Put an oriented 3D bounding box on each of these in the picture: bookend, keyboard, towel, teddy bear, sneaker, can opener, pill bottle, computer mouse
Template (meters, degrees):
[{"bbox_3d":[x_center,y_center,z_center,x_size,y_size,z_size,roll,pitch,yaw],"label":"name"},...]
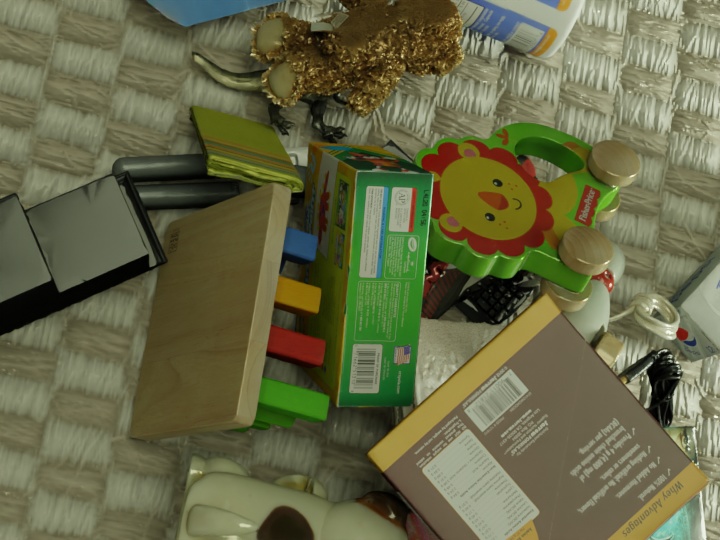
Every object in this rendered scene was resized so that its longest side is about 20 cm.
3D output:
[{"bbox_3d":[-0.267,-0.022,1.385,0.197,0.200,0.093,-24,85,-9],"label":"bookend"},{"bbox_3d":[0.093,-0.049,1.610,0.200,0.021,0.127,44,70,-4],"label":"keyboard"},{"bbox_3d":[-0.104,-0.107,1.482,0.085,0.200,0.018,15,105,-15],"label":"towel"},{"bbox_3d":[-0.004,-0.205,1.559,0.199,0.067,0.145,-27,56,-18],"label":"teddy bear"},{"bbox_3d":[0.116,-0.011,1.563,0.098,0.071,0.201,42,75,-1],"label":"sneaker"},{"bbox_3d":[-0.126,-0.087,1.533,0.198,0.066,0.053,-4,80,-12],"label":"can opener"},{"bbox_3d":[0.113,-0.292,1.621,0.199,0.112,0.113,21,73,-11],"label":"pill bottle"},{"bbox_3d":[0.225,0.156,1.540,0.199,0.141,0.046,-29,55,-20],"label":"computer mouse"},{"bbox_3d":[0.108,0.112,1.538,0.199,0.034,0.134,4,76,-38],"label":"towel"}]

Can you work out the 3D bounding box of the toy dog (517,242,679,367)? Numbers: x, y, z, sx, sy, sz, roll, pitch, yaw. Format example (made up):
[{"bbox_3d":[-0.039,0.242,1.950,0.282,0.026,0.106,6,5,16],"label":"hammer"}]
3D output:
[{"bbox_3d":[0.197,0.050,1.564,0.132,0.096,0.199,51,33,16],"label":"toy dog"}]

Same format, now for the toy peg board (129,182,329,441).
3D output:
[{"bbox_3d":[-0.098,0.050,1.449,0.097,0.199,0.201,18,72,-30],"label":"toy peg board"}]

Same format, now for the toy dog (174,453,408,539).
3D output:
[{"bbox_3d":[-0.056,0.225,1.420,0.198,0.194,0.141,12,63,-7],"label":"toy dog"}]

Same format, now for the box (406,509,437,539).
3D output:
[{"bbox_3d":[0.122,0.289,1.503,0.102,0.095,0.201,-21,85,-19],"label":"box"}]

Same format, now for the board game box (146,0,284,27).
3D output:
[{"bbox_3d":[-0.140,-0.308,1.590,0.199,0.039,0.159,-19,79,-25],"label":"board game box"}]

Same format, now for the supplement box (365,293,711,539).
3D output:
[{"bbox_3d":[0.141,0.162,1.392,0.197,0.133,0.200,-41,86,-4],"label":"supplement box"}]

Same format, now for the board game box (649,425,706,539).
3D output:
[{"bbox_3d":[0.254,0.242,1.499,0.134,0.028,0.202,0,82,-35],"label":"board game box"}]

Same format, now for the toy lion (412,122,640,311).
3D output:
[{"bbox_3d":[0.137,-0.064,1.494,0.191,0.069,0.201,25,46,1],"label":"toy lion"}]

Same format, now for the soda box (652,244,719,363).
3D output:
[{"bbox_3d":[0.382,-0.001,1.660,0.063,0.068,0.200,47,70,-2],"label":"soda box"}]

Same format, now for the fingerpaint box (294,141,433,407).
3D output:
[{"bbox_3d":[0.000,0.000,1.459,0.073,0.167,0.202,2,101,-17],"label":"fingerpaint box"}]

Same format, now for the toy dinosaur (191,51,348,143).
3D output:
[{"bbox_3d":[-0.056,-0.167,1.579,0.198,0.048,0.089,-4,65,-17],"label":"toy dinosaur"}]
